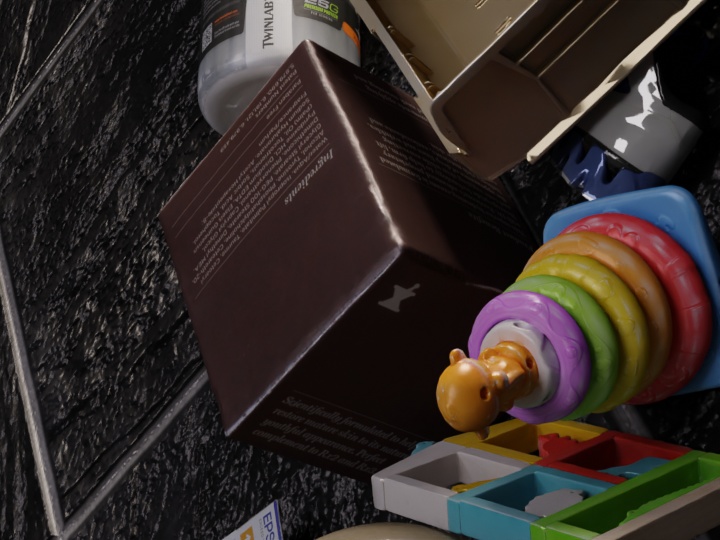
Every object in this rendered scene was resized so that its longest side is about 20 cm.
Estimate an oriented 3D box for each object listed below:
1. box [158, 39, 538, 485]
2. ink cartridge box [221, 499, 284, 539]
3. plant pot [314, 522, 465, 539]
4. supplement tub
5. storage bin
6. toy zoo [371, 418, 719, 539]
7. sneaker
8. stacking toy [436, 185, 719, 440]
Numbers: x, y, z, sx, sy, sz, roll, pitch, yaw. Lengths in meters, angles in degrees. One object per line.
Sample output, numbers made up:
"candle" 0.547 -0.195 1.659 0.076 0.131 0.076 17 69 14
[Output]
"box" 0.000 0.000 0.962 0.164 0.165 0.201 -46 43 23
"ink cartridge box" -0.093 0.287 1.031 0.200 0.043 0.197 -38 46 29
"plant pot" 0.017 0.223 0.844 0.201 0.199 0.134 -60 4 8
"supplement tub" -0.060 -0.204 1.166 0.122 0.122 0.202 -25 56 40
"storage bin" 0.086 -0.190 0.895 0.198 0.094 0.201 -43 46 14
"toy zoo" 0.098 0.113 0.827 0.199 0.131 0.021 8 108 51
"sneaker" 0.146 -0.118 0.929 0.115 0.080 0.200 -51 47 13
"stacking toy" 0.100 0.039 0.792 0.109 0.199 0.117 -13 98 43
